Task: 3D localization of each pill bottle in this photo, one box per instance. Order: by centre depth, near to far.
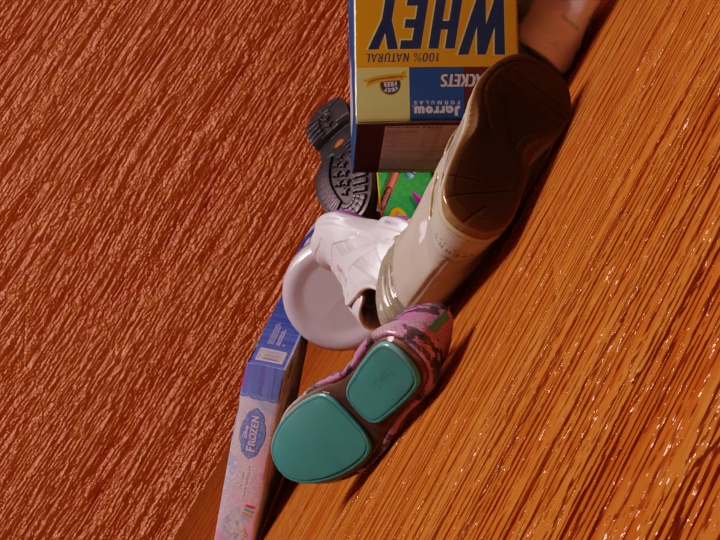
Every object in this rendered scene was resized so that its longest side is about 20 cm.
[{"bbox_3d":[-0.010,-0.002,1.572,0.116,0.115,0.200,-57,3,18],"label":"pill bottle"}]

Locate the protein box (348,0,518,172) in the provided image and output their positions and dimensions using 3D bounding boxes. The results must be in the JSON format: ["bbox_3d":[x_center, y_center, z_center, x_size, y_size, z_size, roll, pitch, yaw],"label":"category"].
[{"bbox_3d":[0.057,-0.200,1.318,0.200,0.134,0.200,102,167,-82],"label":"protein box"}]

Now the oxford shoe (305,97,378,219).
[{"bbox_3d":[0.000,-0.099,1.565,0.072,0.084,0.201,-34,31,18],"label":"oxford shoe"}]

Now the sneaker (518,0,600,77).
[{"bbox_3d":[0.172,-0.224,1.342,0.080,0.070,0.200,-53,12,11],"label":"sneaker"}]

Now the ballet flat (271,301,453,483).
[{"bbox_3d":[0.008,0.083,1.036,0.071,0.069,0.200,-37,-8,-41],"label":"ballet flat"}]

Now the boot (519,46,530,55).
[{"bbox_3d":[0.096,-0.211,1.512,0.145,0.071,0.200,-25,39,-5],"label":"boot"}]

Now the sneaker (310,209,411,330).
[{"bbox_3d":[0.000,0.000,1.367,0.200,0.075,0.100,3,69,64],"label":"sneaker"}]

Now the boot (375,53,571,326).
[{"bbox_3d":[0.079,-0.055,1.123,0.201,0.072,0.155,-62,2,-42],"label":"boot"}]

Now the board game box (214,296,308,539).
[{"bbox_3d":[-0.095,0.152,1.540,0.200,0.043,0.200,-68,-11,-72],"label":"board game box"}]

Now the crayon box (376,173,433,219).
[{"bbox_3d":[0.054,-0.109,1.569,0.200,0.058,0.120,-70,-25,-72],"label":"crayon box"}]
